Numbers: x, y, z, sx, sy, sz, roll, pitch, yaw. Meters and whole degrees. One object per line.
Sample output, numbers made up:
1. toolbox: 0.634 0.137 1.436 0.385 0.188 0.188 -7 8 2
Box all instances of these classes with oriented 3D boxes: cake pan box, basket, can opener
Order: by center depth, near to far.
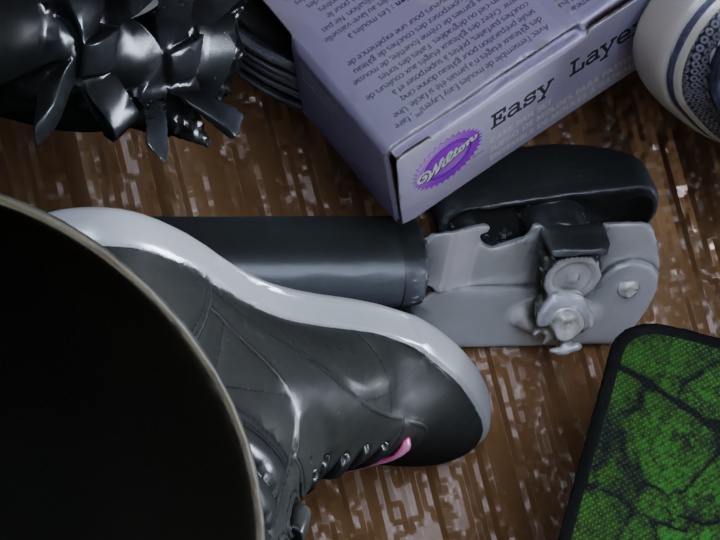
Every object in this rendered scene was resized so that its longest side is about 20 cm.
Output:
1. basket: -0.144 0.034 0.623 0.180 0.200 0.136 44 75 -36
2. cake pan box: 0.031 -0.134 0.804 0.200 0.052 0.184 -35 63 -13
3. can opener: 0.000 0.000 0.812 0.200 0.053 0.067 -4 43 -16

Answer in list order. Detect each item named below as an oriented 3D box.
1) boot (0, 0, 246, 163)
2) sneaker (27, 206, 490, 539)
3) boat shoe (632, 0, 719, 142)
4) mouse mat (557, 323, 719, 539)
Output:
1. boot: -0.137 -0.082 0.681 0.198 0.162 0.074 23 106 26
2. sneaker: -0.028 0.057 0.731 0.200 0.071 0.099 23 53 -49
3. boat shoe: 0.176 -0.043 0.788 0.200 0.075 0.093 9 29 -42
4. mouse mat: 0.129 0.105 0.713 0.161 0.008 0.200 16 50 6
